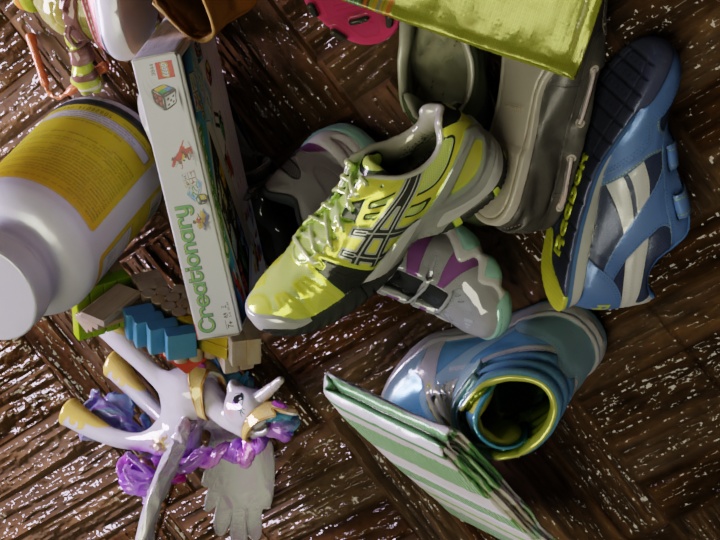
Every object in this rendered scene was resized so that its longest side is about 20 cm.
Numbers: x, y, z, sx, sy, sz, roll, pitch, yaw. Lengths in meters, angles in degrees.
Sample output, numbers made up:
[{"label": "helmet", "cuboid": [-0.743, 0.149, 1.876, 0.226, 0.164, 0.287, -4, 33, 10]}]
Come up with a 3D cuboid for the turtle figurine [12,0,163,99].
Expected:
[{"label": "turtle figurine", "cuboid": [-0.194, -0.203, 1.408, 0.161, 0.064, 0.200, 9, 121, 20]}]

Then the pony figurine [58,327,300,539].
[{"label": "pony figurine", "cuboid": [-0.144, 0.131, 1.541, 0.200, 0.167, 0.193, 29, 117, 27]}]

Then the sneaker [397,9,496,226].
[{"label": "sneaker", "cuboid": [0.057, -0.109, 1.330, 0.067, 0.090, 0.200, 7, 120, 24]}]

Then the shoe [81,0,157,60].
[{"label": "shoe", "cuboid": [-0.199, -0.238, 1.339, 0.091, 0.071, 0.200, -8, 87, 18]}]

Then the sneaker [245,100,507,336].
[{"label": "sneaker", "cuboid": [-0.001, -0.038, 1.275, 0.200, 0.075, 0.076, -40, 131, 0]}]

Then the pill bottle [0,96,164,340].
[{"label": "pill bottle", "cuboid": [-0.228, -0.037, 1.432, 0.112, 0.200, 0.112, 11, 125, 16]}]

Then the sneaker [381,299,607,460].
[{"label": "sneaker", "cuboid": [0.076, 0.096, 1.417, 0.200, 0.131, 0.080, -29, 104, 35]}]

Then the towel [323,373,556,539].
[{"label": "towel", "cuboid": [0.068, 0.150, 1.431, 0.153, 0.023, 0.200, 20, 162, 48]}]

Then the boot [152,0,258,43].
[{"label": "boot", "cuboid": [-0.125, -0.260, 1.294, 0.071, 0.144, 0.201, -23, 106, 32]}]

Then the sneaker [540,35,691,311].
[{"label": "sneaker", "cuboid": [0.185, -0.062, 1.313, 0.082, 0.074, 0.200, 9, 116, -13]}]

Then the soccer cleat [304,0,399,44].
[{"label": "soccer cleat", "cuboid": [-0.027, -0.242, 1.314, 0.070, 0.086, 0.200, -15, 134, 28]}]

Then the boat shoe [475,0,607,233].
[{"label": "boat shoe", "cuboid": [0.129, -0.121, 1.302, 0.067, 0.057, 0.200, 30, 106, 50]}]

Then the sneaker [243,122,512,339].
[{"label": "sneaker", "cuboid": [0.000, 0.000, 1.368, 0.200, 0.140, 0.078, 43, 144, 14]}]

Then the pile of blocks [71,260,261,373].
[{"label": "pile of blocks", "cuboid": [-0.162, 0.046, 1.468, 0.200, 0.082, 0.062, 22, 130, 28]}]

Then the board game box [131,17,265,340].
[{"label": "board game box", "cuboid": [-0.108, -0.068, 1.338, 0.035, 0.126, 0.200, -8, 109, 9]}]

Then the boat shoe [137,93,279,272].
[{"label": "boat shoe", "cuboid": [-0.092, -0.057, 1.441, 0.064, 0.071, 0.200, -19, 112, 28]}]

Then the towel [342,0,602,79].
[{"label": "towel", "cuboid": [0.056, -0.191, 1.236, 0.200, 0.018, 0.086, 20, 113, 10]}]
